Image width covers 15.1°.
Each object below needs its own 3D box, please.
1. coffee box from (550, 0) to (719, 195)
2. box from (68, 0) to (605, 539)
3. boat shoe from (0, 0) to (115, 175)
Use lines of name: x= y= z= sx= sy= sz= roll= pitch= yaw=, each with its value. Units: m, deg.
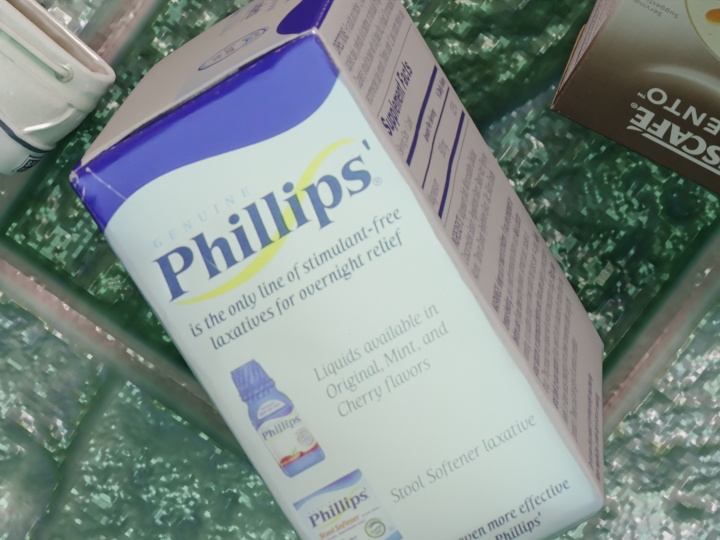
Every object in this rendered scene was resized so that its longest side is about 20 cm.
coffee box: x=0.165 y=-0.116 z=0.975 sx=0.114 sy=0.080 sz=0.200 roll=27 pitch=140 yaw=-3
box: x=0.000 y=0.000 z=1.013 sx=0.105 sy=0.184 sz=0.200 roll=-29 pitch=101 yaw=12
boat shoe: x=-0.166 y=-0.135 z=1.041 sx=0.086 sy=0.075 sz=0.202 roll=-37 pitch=102 yaw=12
